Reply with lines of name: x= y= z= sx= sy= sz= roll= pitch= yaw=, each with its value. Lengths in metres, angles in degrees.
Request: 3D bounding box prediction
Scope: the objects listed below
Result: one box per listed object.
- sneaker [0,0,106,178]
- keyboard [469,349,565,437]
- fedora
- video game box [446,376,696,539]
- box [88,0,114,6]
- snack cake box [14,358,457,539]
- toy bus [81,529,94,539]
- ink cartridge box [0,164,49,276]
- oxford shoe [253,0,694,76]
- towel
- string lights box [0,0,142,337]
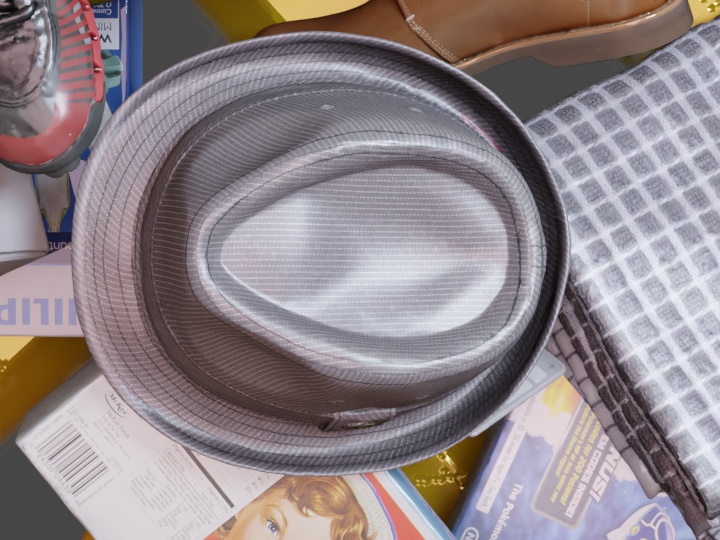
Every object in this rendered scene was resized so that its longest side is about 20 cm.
sneaker: x=-0.157 y=-0.133 z=1.069 sx=0.071 sy=0.098 sz=0.201 roll=-19 pitch=82 yaw=6
keyboard: x=0.000 y=0.000 z=1.180 sx=0.056 sy=0.011 sz=0.200 roll=-29 pitch=53 yaw=-32
fedora: x=-0.009 y=-0.006 z=1.057 sx=0.199 sy=0.090 sz=0.177 roll=7 pitch=90 yaw=-10
video game box: x=0.142 y=0.108 z=1.227 sx=0.182 sy=0.047 sz=0.200 roll=24 pitch=94 yaw=-2
box: x=-0.053 y=-0.229 z=1.138 sx=0.192 sy=0.122 sz=0.201 roll=-15 pitch=93 yaw=-23
snack cake box: x=-0.037 y=0.107 z=1.143 sx=0.115 sy=0.067 sz=0.200 roll=-38 pitch=97 yaw=2
toy bus: x=-0.029 y=0.069 z=1.212 sx=0.200 sy=0.078 sz=0.065 roll=-43 pitch=92 yaw=4
ink cartridge box: x=-0.247 y=-0.076 z=1.133 sx=0.147 sy=0.146 sz=0.201 roll=-22 pitch=79 yaw=41
oxford shoe: x=0.039 y=-0.120 z=1.189 sx=0.199 sy=0.071 sz=0.071 roll=-12 pitch=113 yaw=12
towel: x=0.160 y=-0.001 z=1.159 sx=0.165 sy=0.086 sz=0.200 roll=-28 pitch=76 yaw=-18
string lights box: x=-0.149 y=-0.072 z=1.217 sx=0.102 sy=0.059 sz=0.201 roll=0 pitch=94 yaw=1
